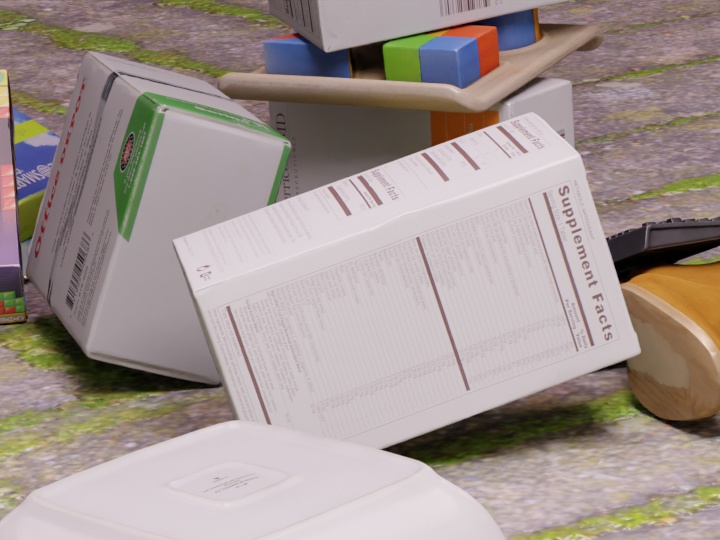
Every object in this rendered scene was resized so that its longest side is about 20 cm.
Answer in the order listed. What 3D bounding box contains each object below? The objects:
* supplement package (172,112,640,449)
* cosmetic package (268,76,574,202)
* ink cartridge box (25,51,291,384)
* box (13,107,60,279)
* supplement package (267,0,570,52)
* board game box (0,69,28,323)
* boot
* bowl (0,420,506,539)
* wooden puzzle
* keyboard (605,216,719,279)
[{"bbox_3d":[0.022,0.013,1.490,0.200,0.114,0.110,-19,17,-4],"label":"supplement package"},{"bbox_3d":[0.039,-0.076,1.932,0.200,0.102,0.071,7,19,39],"label":"cosmetic package"},{"bbox_3d":[-0.119,-0.034,1.697,0.083,0.147,0.200,14,10,-19],"label":"ink cartridge box"},{"bbox_3d":[-0.261,-0.075,1.934,0.200,0.048,0.122,31,25,14],"label":"box"},{"bbox_3d":[0.043,-0.240,1.879,0.200,0.156,0.111,-13,23,-17],"label":"supplement package"},{"bbox_3d":[-0.306,-0.039,1.803,0.200,0.057,0.165,-6,49,-6],"label":"board game box"},{"bbox_3d":[0.198,0.021,1.571,0.144,0.071,0.201,-15,11,-16],"label":"boot"},{"bbox_3d":[-0.053,0.123,1.256,0.200,0.075,0.200,-19,20,-41],"label":"bowl"},{"bbox_3d":[0.033,-0.145,1.907,0.185,0.046,0.200,5,18,30],"label":"wooden puzzle"},{"bbox_3d":[0.123,-0.004,1.665,0.127,0.021,0.200,-9,-7,-23],"label":"keyboard"}]
